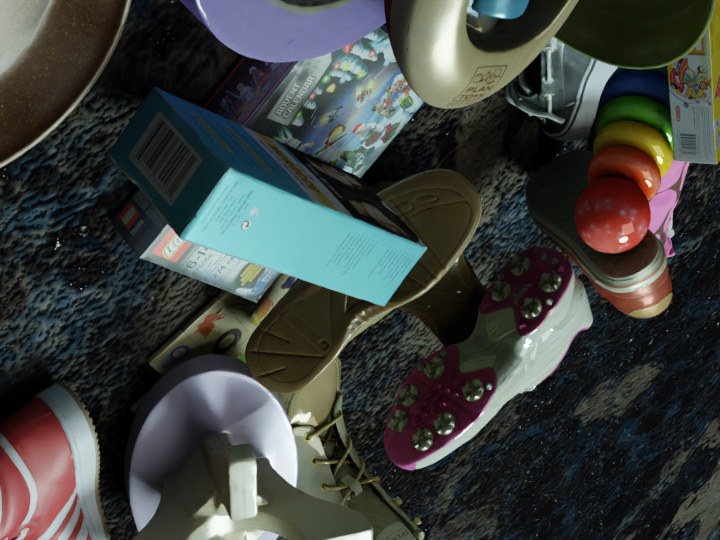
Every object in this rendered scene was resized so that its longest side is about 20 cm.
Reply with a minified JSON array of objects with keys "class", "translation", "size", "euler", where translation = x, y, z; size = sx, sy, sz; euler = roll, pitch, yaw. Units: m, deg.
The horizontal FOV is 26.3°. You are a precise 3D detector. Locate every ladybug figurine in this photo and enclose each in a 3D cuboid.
[{"class":"ladybug figurine","translation":[0.068,-0.175,0.798],"size":[0.135,0.072,0.201],"euler":[-11,136,-44]}]

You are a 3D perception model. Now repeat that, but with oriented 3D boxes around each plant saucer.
[{"class":"plant saucer","translation":[0.130,-0.207,0.880],"size":[0.031,0.200,0.201],"euler":[-41,151,-23]},{"class":"plant saucer","translation":[-0.201,-0.124,0.734],"size":[0.200,0.037,0.201],"euler":[-31,147,-23]}]

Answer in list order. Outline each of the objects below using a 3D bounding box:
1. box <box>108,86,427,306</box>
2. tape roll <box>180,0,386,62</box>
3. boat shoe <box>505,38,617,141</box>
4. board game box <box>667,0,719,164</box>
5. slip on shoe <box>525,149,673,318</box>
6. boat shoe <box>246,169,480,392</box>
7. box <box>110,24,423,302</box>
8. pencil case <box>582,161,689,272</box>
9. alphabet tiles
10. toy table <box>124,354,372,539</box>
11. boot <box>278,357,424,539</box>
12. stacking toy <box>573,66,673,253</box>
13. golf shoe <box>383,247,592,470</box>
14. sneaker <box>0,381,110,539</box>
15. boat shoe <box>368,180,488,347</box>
[{"class":"box","translation":[-0.049,-0.039,0.904],"size":[0.049,0.082,0.199],"euler":[-52,146,13]},{"class":"tape roll","translation":[-0.027,-0.213,0.790],"size":[0.199,0.085,0.201],"euler":[-30,147,-22]},{"class":"boat shoe","translation":[0.135,-0.140,1.085],"size":[0.067,0.074,0.199],"euler":[-4,172,-3]},{"class":"board game box","translation":[0.257,-0.194,1.095],"size":[0.134,0.034,0.201],"euler":[-38,127,-47]},{"class":"slip on shoe","translation":[0.181,-0.029,1.177],"size":[0.074,0.200,0.061],"euler":[-30,125,1]},{"class":"boat shoe","translation":[0.000,0.000,1.061],"size":[0.200,0.071,0.065],"euler":[-40,-173,16]},{"class":"box","translation":[-0.049,-0.078,0.977],"size":[0.200,0.040,0.137],"euler":[-50,149,10]},{"class":"pencil case","translation":[0.240,-0.080,1.289],"size":[0.093,0.091,0.201],"euler":[2,139,-6]},{"class":"alphabet tiles","translation":[-0.076,0.053,1.142],"size":[0.200,0.006,0.167],"euler":[-42,150,-4]},{"class":"toy table","translation":[-0.093,0.173,1.094],"size":[0.183,0.117,0.201],"euler":[-18,127,-8]},{"class":"boot","translation":[-0.014,0.153,1.182],"size":[0.072,0.155,0.201],"euler":[-28,151,-28]},{"class":"stacking toy","translation":[0.202,-0.100,1.124],"size":[0.086,0.085,0.201],"euler":[83,24,-55]},{"class":"golf shoe","translation":[0.103,0.079,1.165],"size":[0.200,0.075,0.091],"euler":[-47,139,3]},{"class":"sneaker","translation":[-0.230,0.172,1.035],"size":[0.112,0.071,0.201],"euler":[-30,140,-31]},{"class":"boat shoe","translation":[0.044,-0.005,1.164],"size":[0.071,0.065,0.200],"euler":[-37,134,0]}]
